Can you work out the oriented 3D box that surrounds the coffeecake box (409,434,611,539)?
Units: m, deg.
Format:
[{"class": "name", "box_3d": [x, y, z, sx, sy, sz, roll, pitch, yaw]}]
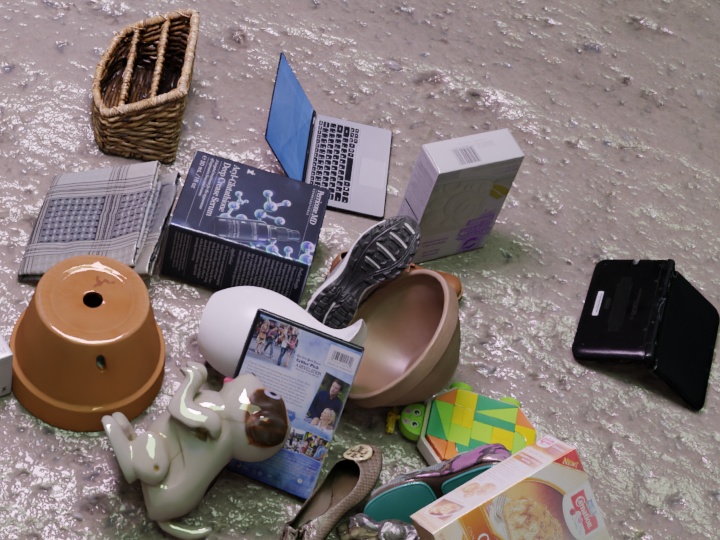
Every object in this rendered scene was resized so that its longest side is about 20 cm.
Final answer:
[{"class": "coffeecake box", "box_3d": [0.181, 0.311, 1.544, 0.199, 0.073, 0.155, -28, 105, -15]}]

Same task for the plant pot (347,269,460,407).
[{"class": "plant pot", "box_3d": [0.063, 0.106, 1.723, 0.093, 0.200, 0.202, 43, 41, -29]}]

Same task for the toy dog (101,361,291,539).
[{"class": "toy dog", "box_3d": [-0.178, 0.198, 1.547, 0.199, 0.140, 0.195, -26, 80, -4]}]

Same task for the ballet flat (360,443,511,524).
[{"class": "ballet flat", "box_3d": [0.096, 0.263, 1.623, 0.198, 0.070, 0.071, -22, 19, 12]}]

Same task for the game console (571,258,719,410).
[{"class": "game console", "box_3d": [0.416, 0.091, 1.917, 0.174, 0.117, 0.201, 1, 43, 25]}]

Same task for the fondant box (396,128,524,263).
[{"class": "fondant box", "box_3d": [0.134, -0.103, 1.873, 0.143, 0.201, 0.059, -13, 57, -25]}]

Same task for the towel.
[{"class": "towel", "box_3d": [-0.347, -0.067, 1.769, 0.198, 0.035, 0.194, -2, 48, 14]}]

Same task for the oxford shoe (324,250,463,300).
[{"class": "oxford shoe", "box_3d": [0.054, 0.011, 1.844, 0.198, 0.072, 0.072, 6, 48, -14]}]

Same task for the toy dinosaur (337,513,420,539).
[{"class": "toy dinosaur", "box_3d": [0.068, 0.340, 1.578, 0.198, 0.048, 0.089, 5, 71, 2]}]

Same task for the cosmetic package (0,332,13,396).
[{"class": "cosmetic package", "box_3d": [-0.515, 0.070, 1.621, 0.107, 0.085, 0.200, -21, 58, -32]}]

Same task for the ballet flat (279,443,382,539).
[{"class": "ballet flat", "box_3d": [-0.038, 0.275, 1.601, 0.067, 0.047, 0.200, 0, 37, 43]}]

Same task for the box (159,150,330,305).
[{"class": "box", "box_3d": [-0.157, -0.053, 1.811, 0.198, 0.108, 0.149, 16, 48, -4]}]

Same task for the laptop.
[{"class": "laptop", "box_3d": [-0.043, -0.199, 1.960, 0.198, 0.116, 0.189, 12, 50, -6]}]

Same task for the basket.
[{"class": "basket", "box_3d": [-0.318, -0.283, 1.928, 0.141, 0.150, 0.201, 10, 50, -7]}]

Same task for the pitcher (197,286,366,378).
[{"class": "pitcher", "box_3d": [-0.110, 0.117, 1.680, 0.198, 0.121, 0.173, 16, 76, 11]}]

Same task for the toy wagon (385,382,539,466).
[{"class": "toy wagon", "box_3d": [0.131, 0.215, 1.716, 0.198, 0.040, 0.156, 17, 48, -2]}]

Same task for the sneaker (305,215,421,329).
[{"class": "sneaker", "box_3d": [0.000, 0.000, 1.772, 0.074, 0.200, 0.079, 43, 8, -10]}]

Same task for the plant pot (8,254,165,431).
[{"class": "plant pot", "box_3d": [-0.335, 0.077, 1.631, 0.198, 0.141, 0.201, 7, 50, -9]}]

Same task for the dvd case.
[{"class": "dvd case", "box_3d": [-0.094, 0.164, 1.622, 0.141, 0.018, 0.202, 20, 93, 2]}]
